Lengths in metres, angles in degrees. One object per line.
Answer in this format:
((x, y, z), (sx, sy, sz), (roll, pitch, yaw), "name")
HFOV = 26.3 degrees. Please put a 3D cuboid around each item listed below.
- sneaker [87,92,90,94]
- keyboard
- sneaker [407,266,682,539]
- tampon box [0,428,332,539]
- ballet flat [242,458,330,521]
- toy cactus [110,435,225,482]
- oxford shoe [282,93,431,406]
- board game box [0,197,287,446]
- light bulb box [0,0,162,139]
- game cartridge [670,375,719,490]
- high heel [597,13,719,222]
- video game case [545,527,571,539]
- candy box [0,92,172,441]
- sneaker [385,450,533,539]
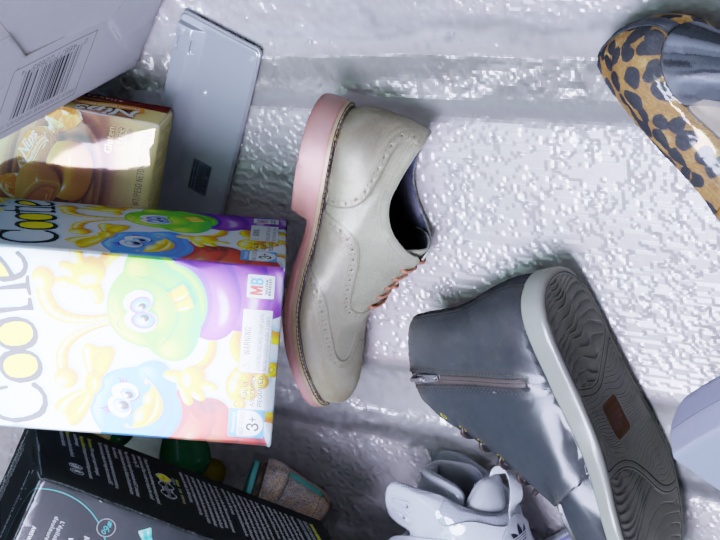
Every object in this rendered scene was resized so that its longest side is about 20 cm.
((-0.241, -0.074, 0.987), (0.199, 0.082, 0.074), (-14, 99, 16), "sneaker")
((-0.104, -0.061, 0.947), (0.056, 0.011, 0.201), (26, 127, 11), "keyboard")
((0.106, 0.100, 0.875), (0.106, 0.075, 0.201), (-16, 98, 41), "sneaker")
((-0.125, 0.198, 0.892), (0.199, 0.126, 0.150), (24, 95, -17), "tampon box")
((-0.071, 0.211, 1.045), (0.067, 0.068, 0.200), (20, 130, -7), "ballet flat")
((-0.143, 0.089, 1.016), (0.165, 0.102, 0.200), (-38, 91, 21), "toy cactus")
((0.000, 0.000, 0.879), (0.073, 0.071, 0.201), (13, 126, 13), "oxford shoe")
((-0.143, 0.024, 0.850), (0.199, 0.105, 0.104), (4, 106, -4), "board game box")
((-0.231, -0.184, 0.830), (0.200, 0.198, 0.125), (38, 127, 9), "light bulb box")
((0.259, 0.071, 0.742), (0.200, 0.041, 0.133), (-24, 138, 38), "game cartridge")
((0.190, -0.035, 0.764), (0.142, 0.071, 0.201), (24, 143, 46), "high heel")
((0.127, 0.247, 0.973), (0.143, 0.018, 0.200), (48, 129, 0), "video game case")
((-0.187, -0.007, 0.925), (0.115, 0.055, 0.201), (12, 106, 0), "candy box")
((0.030, 0.176, 0.952), (0.199, 0.075, 0.116), (-9, 97, 36), "sneaker")
